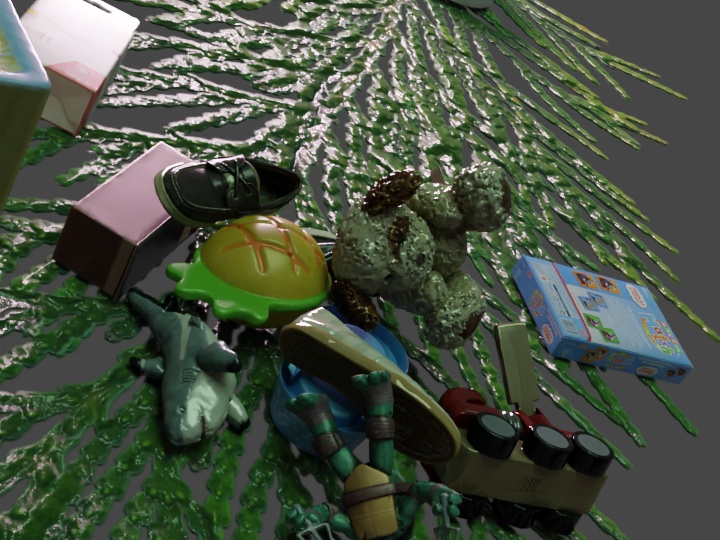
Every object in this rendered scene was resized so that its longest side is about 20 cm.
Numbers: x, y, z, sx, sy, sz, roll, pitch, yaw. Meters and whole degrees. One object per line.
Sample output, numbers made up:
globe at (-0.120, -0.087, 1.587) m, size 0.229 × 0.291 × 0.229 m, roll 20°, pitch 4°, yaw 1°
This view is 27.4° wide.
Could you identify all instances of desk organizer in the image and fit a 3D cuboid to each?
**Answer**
desk organizer at (-0.221, -0.054, 1.480) m, size 0.077 × 0.072 × 0.200 m, roll 31°, pitch 30°, yaw 5°

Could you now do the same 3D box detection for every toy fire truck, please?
toy fire truck at (0.141, 0.146, 1.476) m, size 0.175 × 0.129 × 0.200 m, roll 13°, pitch 23°, yaw -27°

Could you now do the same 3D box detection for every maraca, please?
maraca at (-0.107, 0.006, 1.450) m, size 0.137 × 0.108 × 0.200 m, roll 24°, pitch 24°, yaw 20°

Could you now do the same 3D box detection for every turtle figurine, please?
turtle figurine at (0.006, 0.197, 1.282) m, size 0.149 × 0.101 × 0.201 m, roll -15°, pitch 73°, yaw -4°

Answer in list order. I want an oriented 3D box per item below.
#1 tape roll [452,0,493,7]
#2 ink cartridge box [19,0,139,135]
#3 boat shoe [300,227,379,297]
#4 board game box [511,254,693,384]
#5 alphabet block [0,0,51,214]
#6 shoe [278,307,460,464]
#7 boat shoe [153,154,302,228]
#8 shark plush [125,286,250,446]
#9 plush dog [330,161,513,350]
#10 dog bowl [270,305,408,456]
tape roll at (0.154, -0.532, 2.500) m, size 0.202 × 0.071 × 0.203 m, roll 22°, pitch 32°, yaw -15°
ink cartridge box at (-0.332, -0.244, 1.663) m, size 0.116 × 0.068 × 0.200 m, roll 27°, pitch 32°, yaw -7°
boat shoe at (0.001, -0.002, 1.597) m, size 0.198 × 0.075 × 0.066 m, roll 8°, pitch 39°, yaw -33°
board game box at (0.295, 0.060, 1.804) m, size 0.199 × 0.037 × 0.152 m, roll 13°, pitch 35°, yaw -27°
alphabet block at (-0.418, -0.151, 1.318) m, size 0.196 × 0.200 × 0.196 m, roll 5°, pitch 40°, yaw -36°
shoe at (0.017, 0.102, 1.362) m, size 0.200 × 0.070 × 0.053 m, roll 37°, pitch 39°, yaw 12°
boat shoe at (-0.130, -0.087, 1.484) m, size 0.200 × 0.065 × 0.074 m, roll -11°, pitch 75°, yaw -62°
shark plush at (-0.172, 0.073, 1.345) m, size 0.083 × 0.091 × 0.200 m, roll -22°, pitch 58°, yaw -18°
plush dog at (0.040, -0.029, 1.490) m, size 0.160 × 0.201 × 0.171 m, roll 25°, pitch 17°, yaw 37°
dog bowl at (-0.023, 0.110, 1.435) m, size 0.111 × 0.050 × 0.200 m, roll 31°, pitch 31°, yaw 0°
